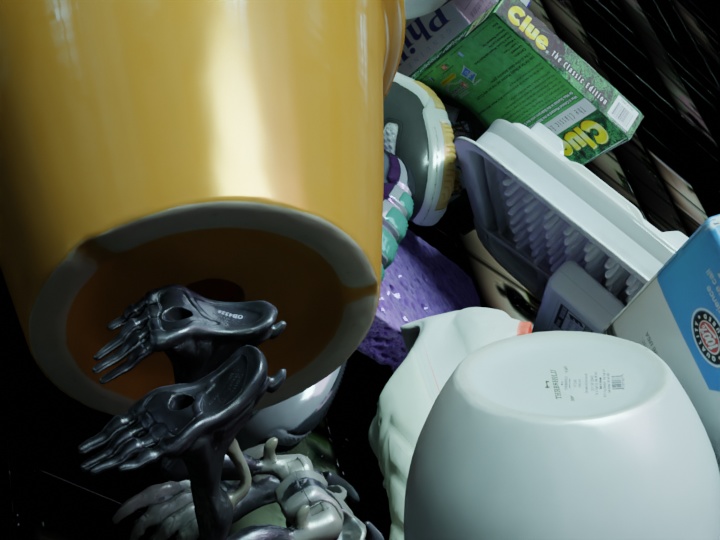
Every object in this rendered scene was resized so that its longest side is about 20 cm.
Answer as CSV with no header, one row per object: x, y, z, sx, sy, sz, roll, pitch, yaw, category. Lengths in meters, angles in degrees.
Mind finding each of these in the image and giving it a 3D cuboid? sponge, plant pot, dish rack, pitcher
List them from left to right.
-0.069,-0.052,0.599,0.199,0.199,0.185,29,36,-42,plant pot
0.000,0.000,0.860,0.199,0.030,0.112,35,27,-35,sponge
0.078,0.122,0.628,0.172,0.120,0.202,-90,177,-69,pitcher
0.134,-0.006,0.886,0.171,0.044,0.200,42,-7,20,dish rack

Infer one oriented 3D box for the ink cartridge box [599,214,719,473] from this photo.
0.160,0.079,0.650,0.085,0.200,0.148,-16,69,-23,ink cartridge box

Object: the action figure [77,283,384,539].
-0.039,0.103,0.548,0.119,0.101,0.201,-110,178,-55,action figure

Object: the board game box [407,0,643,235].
0.074,-0.086,0.939,0.105,0.200,0.024,43,63,-9,board game box

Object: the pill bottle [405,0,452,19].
0.043,-0.218,0.939,0.199,0.112,0.113,-31,80,-31,pill bottle

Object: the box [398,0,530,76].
0.009,-0.209,1.093,0.200,0.105,0.184,47,24,-7,box

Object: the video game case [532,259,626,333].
0.175,0.081,0.912,0.182,0.023,0.200,42,-9,11,video game case

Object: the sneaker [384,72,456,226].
-0.013,-0.094,0.922,0.087,0.076,0.201,-1,38,-27,sneaker

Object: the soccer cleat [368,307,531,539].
0.036,0.099,0.744,0.201,0.077,0.070,-72,151,-43,soccer cleat

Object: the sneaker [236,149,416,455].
-0.036,-0.009,0.719,0.087,0.074,0.201,35,39,-12,sneaker
